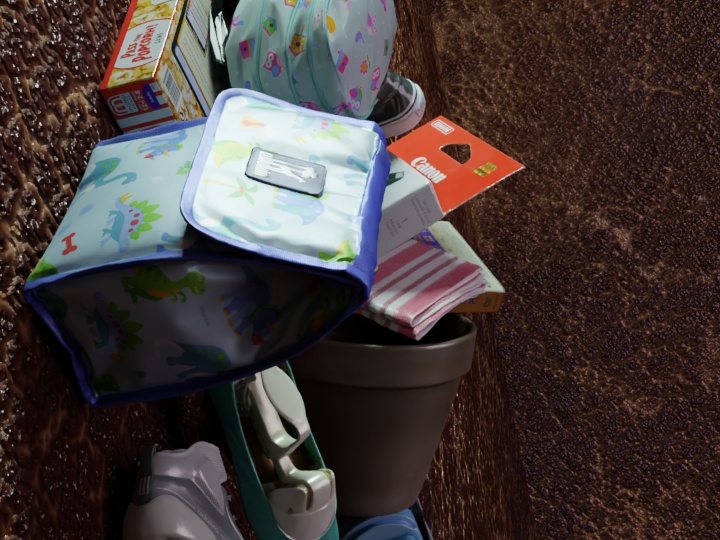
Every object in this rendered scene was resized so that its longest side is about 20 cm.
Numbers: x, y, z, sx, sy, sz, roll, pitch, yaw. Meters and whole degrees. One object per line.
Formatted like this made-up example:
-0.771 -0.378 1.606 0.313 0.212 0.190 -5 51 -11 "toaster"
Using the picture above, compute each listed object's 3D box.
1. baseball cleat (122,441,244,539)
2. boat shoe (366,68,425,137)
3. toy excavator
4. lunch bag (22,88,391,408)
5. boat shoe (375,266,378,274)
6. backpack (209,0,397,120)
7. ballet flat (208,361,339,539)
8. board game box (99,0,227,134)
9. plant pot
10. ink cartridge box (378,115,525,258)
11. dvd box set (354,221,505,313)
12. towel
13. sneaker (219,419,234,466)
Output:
-0.095 0.183 0.739 0.200 0.070 0.107 65 20 -51 "baseball cleat"
-0.037 -0.151 1.010 0.071 0.200 0.072 40 45 -43 "boat shoe"
0.042 0.332 1.046 0.200 0.100 0.195 -108 178 -59 "toy excavator"
-0.082 -0.022 0.667 0.170 0.199 0.128 -83 159 -52 "lunch bag"
-0.072 0.000 0.838 0.200 0.072 0.072 -15 84 -36 "boat shoe"
-0.040 -0.210 0.901 0.167 0.126 0.200 51 47 -44 "backpack"
-0.056 0.135 0.767 0.067 0.070 0.200 -25 96 -33 "ballet flat"
-0.139 -0.148 0.870 0.200 0.046 0.152 -87 161 -47 "board game box"
0.003 0.128 1.010 0.200 0.199 0.174 -46 140 -75 "plant pot"
0.032 -0.094 0.998 0.044 0.173 0.200 61 -6 -28 "ink cartridge box"
0.025 -0.006 1.066 0.146 0.199 0.029 -124 -140 -52 "dvd box set"
0.000 0.000 0.981 0.146 0.200 0.030 -29 134 -53 "towel"
-0.096 0.075 0.870 0.077 0.073 0.200 45 26 -38 "sneaker"
